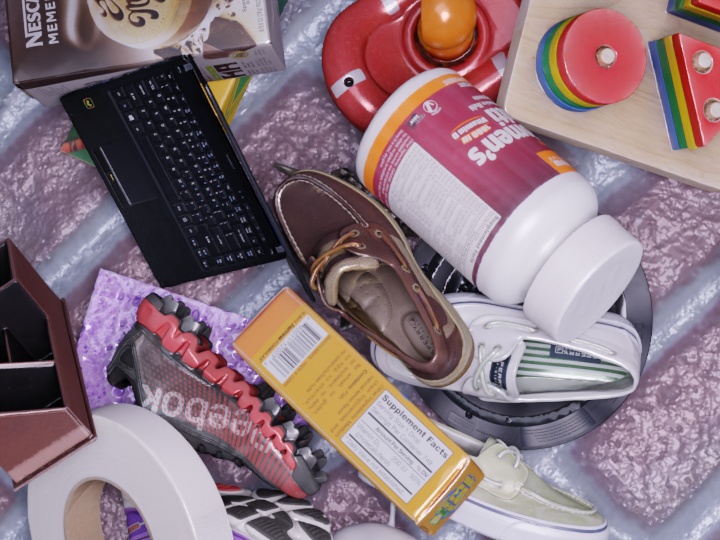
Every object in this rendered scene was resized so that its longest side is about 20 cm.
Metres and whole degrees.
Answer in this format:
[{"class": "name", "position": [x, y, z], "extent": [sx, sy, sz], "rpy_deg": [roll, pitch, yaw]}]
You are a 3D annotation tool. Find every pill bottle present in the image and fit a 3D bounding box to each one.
[{"class": "pill bottle", "position": [0.099, -0.046, 1.153], "extent": [0.110, 0.110, 0.200], "rpy_deg": [-47, 67, -1]}]

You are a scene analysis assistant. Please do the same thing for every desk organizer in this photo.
[{"class": "desk organizer", "position": [-0.260, 0.064, 1.207], "extent": [0.072, 0.200, 0.077], "rpy_deg": [-32, 124, 2]}]

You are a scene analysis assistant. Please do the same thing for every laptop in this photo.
[{"class": "laptop", "position": [-0.130, -0.056, 1.183], "extent": [0.199, 0.103, 0.178], "rpy_deg": [-12, 114, 31]}]

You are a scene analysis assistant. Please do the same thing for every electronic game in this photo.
[{"class": "electronic game", "position": [0.125, 0.037, 1.241], "extent": [0.199, 0.042, 0.201], "rpy_deg": [-1, 86, 14]}]

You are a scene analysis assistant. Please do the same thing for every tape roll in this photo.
[{"class": "tape roll", "position": [-0.174, 0.201, 1.200], "extent": [0.202, 0.037, 0.204], "rpy_deg": [12, 109, 39]}]

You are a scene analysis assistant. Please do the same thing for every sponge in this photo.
[{"class": "sponge", "position": [-0.131, 0.082, 1.273], "extent": [0.199, 0.030, 0.112], "rpy_deg": [18, 85, 9]}]

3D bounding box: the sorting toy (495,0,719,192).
[{"class": "sorting toy", "position": [0.224, -0.183, 1.204], "extent": [0.199, 0.070, 0.200], "rpy_deg": [16, 84, -18]}]

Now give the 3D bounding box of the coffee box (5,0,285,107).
[{"class": "coffee box", "position": [-0.166, -0.201, 1.238], "extent": [0.199, 0.080, 0.114], "rpy_deg": [-9, 82, 6]}]

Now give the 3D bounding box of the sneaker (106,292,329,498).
[{"class": "sneaker", "position": [-0.114, 0.112, 1.216], "extent": [0.200, 0.071, 0.098], "rpy_deg": [42, 88, 13]}]

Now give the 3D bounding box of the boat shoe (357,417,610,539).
[{"class": "boat shoe", "position": [0.094, 0.158, 1.210], "extent": [0.199, 0.072, 0.062], "rpy_deg": [18, 101, 11]}]

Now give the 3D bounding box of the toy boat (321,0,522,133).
[{"class": "toy boat", "position": [0.063, -0.183, 1.234], "extent": [0.199, 0.131, 0.131], "rpy_deg": [-31, 79, 2]}]

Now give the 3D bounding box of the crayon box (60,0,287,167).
[{"class": "crayon box", "position": [-0.153, -0.166, 1.299], "extent": [0.126, 0.051, 0.201], "rpy_deg": [23, 86, 9]}]

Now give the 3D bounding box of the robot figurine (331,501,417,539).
[{"class": "robot figurine", "position": [-0.007, 0.271, 1.189], "extent": [0.169, 0.113, 0.201], "rpy_deg": [33, 87, 21]}]

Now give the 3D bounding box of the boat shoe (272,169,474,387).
[{"class": "boat shoe", "position": [0.000, 0.000, 1.146], "extent": [0.072, 0.072, 0.200], "rpy_deg": [-43, 69, 12]}]

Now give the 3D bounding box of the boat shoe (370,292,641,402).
[{"class": "boat shoe", "position": [0.105, 0.059, 1.166], "extent": [0.199, 0.067, 0.074], "rpy_deg": [-3, 115, 4]}]

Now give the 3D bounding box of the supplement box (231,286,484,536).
[{"class": "supplement box", "position": [-0.002, 0.103, 1.189], "extent": [0.069, 0.067, 0.200], "rpy_deg": [-45, 69, -2]}]

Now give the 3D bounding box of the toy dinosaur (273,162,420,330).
[{"class": "toy dinosaur", "position": [-0.019, -0.018, 1.236], "extent": [0.200, 0.077, 0.102], "rpy_deg": [40, 97, 22]}]

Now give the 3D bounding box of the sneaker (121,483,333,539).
[{"class": "sneaker", "position": [-0.099, 0.206, 1.210], "extent": [0.199, 0.080, 0.084], "rpy_deg": [4, 96, 43]}]
